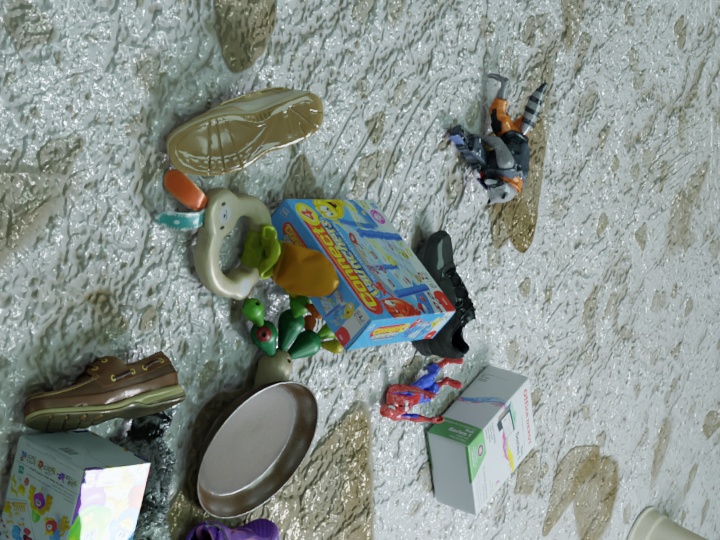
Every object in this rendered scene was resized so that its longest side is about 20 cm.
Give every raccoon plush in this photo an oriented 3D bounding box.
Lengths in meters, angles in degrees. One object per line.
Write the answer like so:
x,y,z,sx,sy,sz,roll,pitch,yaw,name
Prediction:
-0.232,0.246,1.545,0.201,0.096,0.135,-53,148,-30,raccoon plush

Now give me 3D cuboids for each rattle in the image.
-0.133,-0.033,1.547,0.130,0.143,0.201,-44,144,-12,rattle

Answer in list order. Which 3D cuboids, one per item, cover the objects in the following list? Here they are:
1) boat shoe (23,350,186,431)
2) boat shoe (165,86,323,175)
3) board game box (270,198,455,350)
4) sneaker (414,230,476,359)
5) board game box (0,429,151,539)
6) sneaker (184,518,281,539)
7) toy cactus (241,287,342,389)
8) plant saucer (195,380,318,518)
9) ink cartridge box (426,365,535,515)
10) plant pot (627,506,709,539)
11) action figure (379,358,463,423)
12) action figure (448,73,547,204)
-0.282,0.130,1.457,0.199,0.072,0.068,-7,74,-46,boat shoe
-0.141,-0.164,1.545,0.198,0.069,0.075,-19,121,-28,boat shoe
0.000,0.000,1.698,0.056,0.201,0.195,-47,157,27,board game box
0.132,0.038,1.991,0.076,0.090,0.202,-27,122,-45,sneaker
-0.312,0.284,1.414,0.103,0.104,0.202,5,103,-56,board game box
-0.173,0.350,1.673,0.199,0.080,0.090,-23,116,-49,sneaker
-0.087,0.091,1.707,0.200,0.102,0.167,10,103,-64,toy cactus
-0.135,0.219,1.685,0.199,0.032,0.202,-31,139,-31,plant saucer
0.200,0.273,2.176,0.200,0.083,0.146,-41,133,-41,ink cartridge box
0.697,0.642,2.937,0.200,0.182,0.203,-24,120,-49,plant pot
0.110,0.187,2.011,0.199,0.098,0.066,-22,118,-47,action figure
0.216,-0.197,2.023,0.199,0.104,0.196,24,72,-58,action figure
